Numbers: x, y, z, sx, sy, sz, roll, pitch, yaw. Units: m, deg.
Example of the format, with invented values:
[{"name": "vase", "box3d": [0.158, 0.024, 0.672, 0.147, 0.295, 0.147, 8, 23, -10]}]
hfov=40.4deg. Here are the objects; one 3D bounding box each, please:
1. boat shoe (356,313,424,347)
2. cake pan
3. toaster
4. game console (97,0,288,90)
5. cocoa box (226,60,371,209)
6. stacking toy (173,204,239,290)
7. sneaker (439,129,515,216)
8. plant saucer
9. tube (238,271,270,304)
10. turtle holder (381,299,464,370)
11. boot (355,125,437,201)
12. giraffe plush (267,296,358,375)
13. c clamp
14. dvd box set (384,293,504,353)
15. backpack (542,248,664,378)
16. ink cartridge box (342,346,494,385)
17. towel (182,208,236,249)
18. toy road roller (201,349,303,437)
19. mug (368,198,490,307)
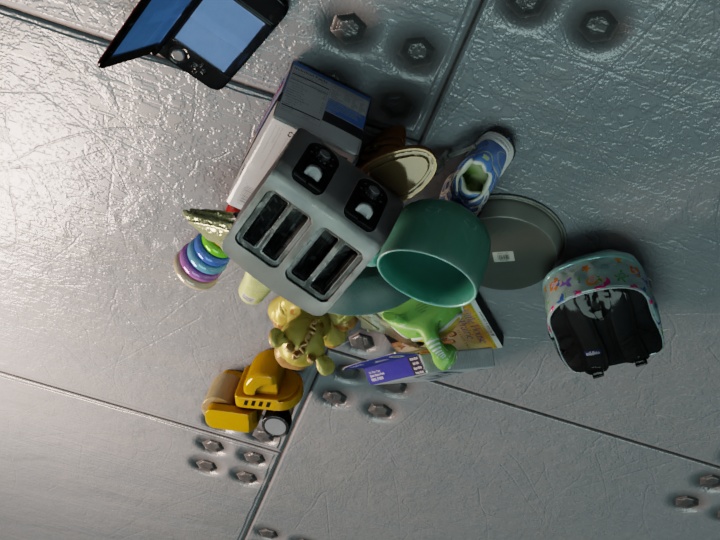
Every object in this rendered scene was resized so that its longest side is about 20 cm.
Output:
[{"name": "boat shoe", "box3d": [0.027, 0.071, 1.687, 0.200, 0.072, 0.065, 37, 127, -16]}, {"name": "cake pan", "box3d": [0.229, -0.038, 1.573, 0.199, 0.037, 0.201, 7, 139, 6]}, {"name": "toaster", "box3d": [-0.072, -0.059, 1.316, 0.181, 0.119, 0.200, 36, 123, -8]}, {"name": "game console", "box3d": [-0.222, -0.314, 1.309, 0.172, 0.119, 0.200, 32, 136, -22]}, {"name": "cocoa box", "box3d": [-0.089, -0.174, 1.424, 0.133, 0.132, 0.200, 24, 138, -12]}, {"name": "stacking toy", "box3d": [-0.237, -0.053, 1.644, 0.085, 0.086, 0.200, 29, 132, -18]}, {"name": "sneaker", "box3d": [0.155, -0.121, 1.453, 0.076, 0.077, 0.200, 34, 135, 10]}, {"name": "plant saucer", "box3d": [0.000, 0.000, 1.531, 0.200, 0.201, 0.039, 1, 122, 13]}, {"name": "tube", "box3d": [-0.168, 0.014, 1.663, 0.052, 0.058, 0.200, 52, 161, 2]}, {"name": "turtle holder", "box3d": [0.116, 0.058, 1.611, 0.185, 0.141, 0.132, 38, 175, 36]}, {"name": "boot", "box3d": [0.044, -0.159, 1.390, 0.200, 0.155, 0.074, -23, 116, 39]}, {"name": "giraffe plush", "box3d": [-0.094, 0.107, 1.720, 0.172, 0.163, 0.200, 10, 140, 3]}, {"name": "c clamp", "box3d": [0.060, -0.112, 1.432, 0.027, 0.200, 0.171, 51, 158, -10]}, {"name": "dvd box set", "box3d": [0.140, 0.101, 1.757, 0.199, 0.029, 0.147, -11, 134, 26]}, {"name": "backpack", "box3d": [0.379, 0.055, 1.552, 0.177, 0.151, 0.200, -17, 141, 19]}, {"name": "ink cartridge box", "box3d": [0.100, 0.171, 1.719, 0.199, 0.041, 0.199, 0, 168, -28]}, {"name": "towel", "box3d": [-0.167, -0.046, 1.509, 0.199, 0.037, 0.148, 10, 162, 35]}, {"name": "toy road roller", "box3d": [-0.211, 0.229, 1.928, 0.199, 0.123, 0.147, 4, 124, 8]}, {"name": "mug", "box3d": [0.100, -0.041, 1.432, 0.184, 0.115, 0.152, 26, 153, -7]}]
